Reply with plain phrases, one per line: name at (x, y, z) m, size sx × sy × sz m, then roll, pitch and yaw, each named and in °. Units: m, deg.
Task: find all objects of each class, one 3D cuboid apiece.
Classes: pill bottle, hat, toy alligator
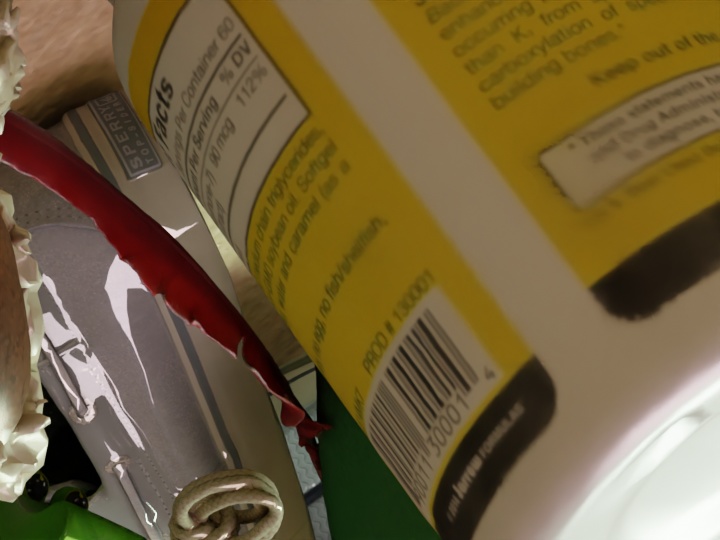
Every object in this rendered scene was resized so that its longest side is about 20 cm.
pill bottle at (0.020, -0.037, 0.609) m, size 0.114 × 0.200 × 0.114 m, roll -29°, pitch 156°, yaw -15°
hat at (0.000, 0.000, 0.742) m, size 0.166 × 0.176 × 0.200 m, roll -42°, pitch 177°, yaw -16°
toy alligator at (-0.086, 0.074, 0.702) m, size 0.059 × 0.054 × 0.200 m, roll 28°, pitch 134°, yaw -33°

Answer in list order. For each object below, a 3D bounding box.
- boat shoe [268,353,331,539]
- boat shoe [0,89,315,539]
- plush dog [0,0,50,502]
boat shoe at (-0.057, 0.087, 0.903) m, size 0.199 × 0.074 × 0.067 m, roll -28°, pitch -164°, yaw 8°
boat shoe at (-0.062, 0.037, 0.783) m, size 0.071 × 0.070 × 0.201 m, roll -23°, pitch 137°, yaw -7°
plush dog at (-0.140, 0.024, 0.547) m, size 0.160 × 0.200 × 0.172 m, roll 0°, pitch 118°, yaw -10°
